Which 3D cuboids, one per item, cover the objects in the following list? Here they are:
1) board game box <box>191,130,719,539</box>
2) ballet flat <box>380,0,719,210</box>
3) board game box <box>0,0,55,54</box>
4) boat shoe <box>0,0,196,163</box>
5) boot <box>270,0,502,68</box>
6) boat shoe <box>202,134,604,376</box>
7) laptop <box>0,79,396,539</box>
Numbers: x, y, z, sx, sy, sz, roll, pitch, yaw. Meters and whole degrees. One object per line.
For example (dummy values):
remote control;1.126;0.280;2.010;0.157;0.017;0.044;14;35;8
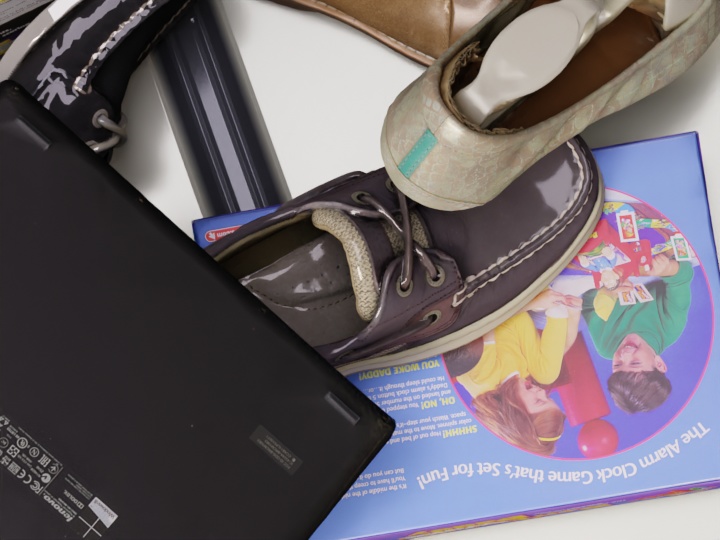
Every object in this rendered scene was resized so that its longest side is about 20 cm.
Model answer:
board game box;0.044;0.031;1.091;0.199;0.045;0.135;-9;81;7
ballet flat;0.087;-0.090;1.035;0.067;0.062;0.200;43;59;7
board game box;-0.203;-0.104;1.083;0.200;0.165;0.057;-25;80;4
boat shoe;-0.128;-0.052;1.113;0.200;0.074;0.060;-42;79;4
boot;0.023;-0.124;1.099;0.199;0.075;0.074;13;79;7
boat shoe;0.000;0.000;1.039;0.200;0.065;0.072;-24;77;-3
laptop;-0.130;0.075;1.012;0.187;0.116;0.200;42;71;-5
